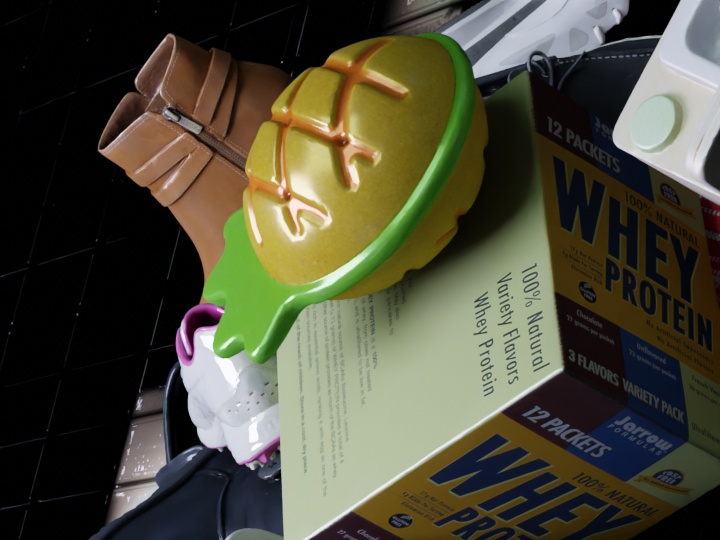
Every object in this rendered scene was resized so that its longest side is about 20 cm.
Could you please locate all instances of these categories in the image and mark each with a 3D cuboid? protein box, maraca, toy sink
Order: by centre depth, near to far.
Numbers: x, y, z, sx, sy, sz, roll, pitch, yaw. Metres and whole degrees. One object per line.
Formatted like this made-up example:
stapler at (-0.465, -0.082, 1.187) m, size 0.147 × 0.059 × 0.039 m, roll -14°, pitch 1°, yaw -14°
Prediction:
toy sink at (0.208, -0.085, 1.349) m, size 0.112 × 0.200 × 0.131 m, roll 30°, pitch 95°, yaw 47°
maraca at (-0.012, -0.037, 1.437) m, size 0.200 × 0.107 × 0.137 m, roll -45°, pitch 29°, yaw 23°
protein box at (0.071, 0.046, 1.486) m, size 0.200 × 0.135 × 0.199 m, roll -36°, pitch 41°, yaw 33°

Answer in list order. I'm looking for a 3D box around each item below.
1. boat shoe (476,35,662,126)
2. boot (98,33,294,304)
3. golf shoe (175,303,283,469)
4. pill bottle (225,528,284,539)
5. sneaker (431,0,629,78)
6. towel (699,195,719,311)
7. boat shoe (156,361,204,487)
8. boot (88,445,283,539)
boat shoe at (0.105, -0.083, 1.580) m, size 0.199 × 0.062 × 0.075 m, roll -12°, pitch 86°, yaw 14°
boot at (-0.105, -0.044, 1.845) m, size 0.074 × 0.154 × 0.201 m, roll 23°, pitch 88°, yaw 58°
golf shoe at (-0.068, 0.054, 1.613) m, size 0.075 × 0.092 × 0.200 m, roll -32°, pitch 8°, yaw -11°
pill bottle at (-0.093, 0.239, 1.531) m, size 0.200 × 0.119 × 0.120 m, roll -52°, pitch 33°, yaw 21°
sneaker at (0.131, -0.125, 1.649) m, size 0.200 × 0.116 × 0.076 m, roll -35°, pitch -8°, yaw 4°
towel at (0.193, -0.003, 1.500) m, size 0.145 × 0.022 × 0.201 m, roll 26°, pitch 91°, yaw 58°
boat shoe at (-0.095, 0.140, 1.778) m, size 0.075 × 0.062 × 0.201 m, roll -33°, pitch 44°, yaw 38°
boot at (-0.067, 0.154, 1.607) m, size 0.168 × 0.077 × 0.200 m, roll -14°, pitch 25°, yaw 49°
